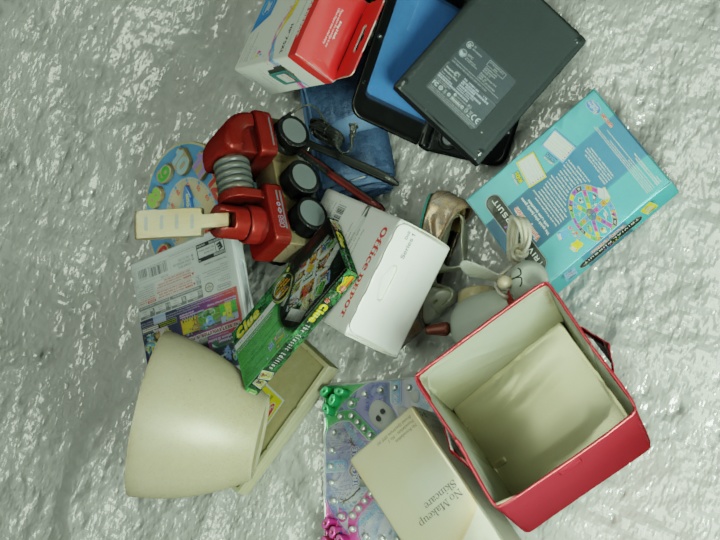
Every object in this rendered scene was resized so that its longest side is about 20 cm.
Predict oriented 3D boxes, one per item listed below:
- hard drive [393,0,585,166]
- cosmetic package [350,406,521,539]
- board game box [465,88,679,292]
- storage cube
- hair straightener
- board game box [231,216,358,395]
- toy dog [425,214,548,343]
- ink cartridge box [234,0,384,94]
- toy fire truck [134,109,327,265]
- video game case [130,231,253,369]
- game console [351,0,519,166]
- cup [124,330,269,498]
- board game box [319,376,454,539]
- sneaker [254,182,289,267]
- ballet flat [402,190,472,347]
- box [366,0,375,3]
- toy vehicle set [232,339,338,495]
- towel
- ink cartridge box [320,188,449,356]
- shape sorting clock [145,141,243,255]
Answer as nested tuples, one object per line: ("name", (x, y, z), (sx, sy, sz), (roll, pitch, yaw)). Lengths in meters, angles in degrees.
("hard drive", (0.155, -0.247, 1.533), (0.139, 0.033, 0.200), (42, 86, 2))
("cosmetic package", (0.088, 0.265, 1.438), (0.103, 0.073, 0.201), (-42, 62, 11))
("board game box", (0.244, -0.086, 1.490), (0.199, 0.047, 0.152), (-40, 63, 13))
("storage cube", (0.190, 0.151, 1.370), (0.199, 0.180, 0.172), (-35, 64, 3))
("hair straightener", (-0.026, -0.152, 1.598), (0.199, 0.041, 0.078), (35, 95, 33))
("board game box", (-0.080, 0.042, 1.505), (0.200, 0.023, 0.105), (-49, 37, 22))
("toy dog", (0.134, 0.041, 1.440), (0.095, 0.202, 0.133), (-2, 47, -15))
("ink cartridge box", (-0.065, -0.296, 1.606), (0.199, 0.067, 0.118), (0, 64, 56))
("toy fire truck", (-0.164, -0.097, 1.542), (0.128, 0.198, 0.179), (-38, 57, 45))
("video game case", (-0.214, 0.055, 1.656), (0.198, 0.023, 0.185), (-19, 78, 37))
("game console", (0.111, -0.251, 1.558), (0.174, 0.116, 0.203), (16, 85, 30))
("cup", (-0.188, 0.188, 1.544), (0.141, 0.200, 0.204), (13, 82, 2))
("board game box", (0.040, 0.228, 1.526), (0.197, 0.026, 0.204), (-7, 75, 25))
("sneaker", (-0.115, -0.105, 1.664), (0.081, 0.074, 0.202), (-26, 77, -6))
("ballet flat", (0.089, 0.003, 1.537), (0.066, 0.068, 0.203), (13, 85, 21))
("box", (-0.023, -0.410, 1.647), (0.197, 0.148, 0.126), (11, 83, 28))
("toy vehicle set", (-0.131, 0.167, 1.627), (0.124, 0.026, 0.201), (40, 96, 29))
("towel", (-0.019, -0.186, 1.647), (0.110, 0.048, 0.203), (-16, 70, 21))
("ink cartridge box", (0.000, 0.000, 1.521), (0.199, 0.084, 0.148), (28, 91, 59))
("shape sorting clock", (-0.223, -0.069, 1.693), (0.198, 0.039, 0.204), (4, 96, 40))
